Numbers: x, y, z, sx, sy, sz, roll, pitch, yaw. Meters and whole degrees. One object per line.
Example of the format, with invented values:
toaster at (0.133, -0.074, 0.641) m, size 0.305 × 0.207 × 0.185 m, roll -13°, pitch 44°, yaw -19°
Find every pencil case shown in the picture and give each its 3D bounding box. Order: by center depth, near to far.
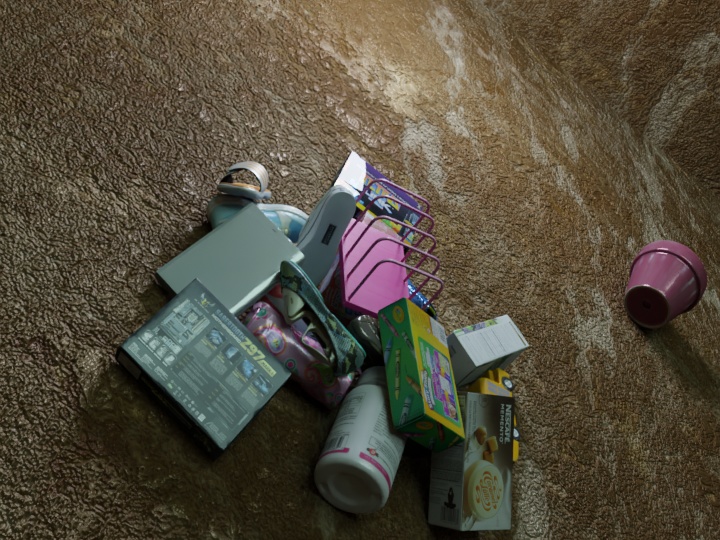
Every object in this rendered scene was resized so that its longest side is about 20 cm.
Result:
pencil case at (-0.097, 0.130, 1.237) m, size 0.198 × 0.088 × 0.088 m, roll 34°, pitch 36°, yaw -10°

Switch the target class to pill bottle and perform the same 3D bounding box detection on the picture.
pill bottle at (0.013, 0.245, 1.192) m, size 0.112 × 0.114 × 0.202 m, roll 36°, pitch 40°, yaw -8°

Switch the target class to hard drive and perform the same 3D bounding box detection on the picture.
hard drive at (-0.199, -0.005, 1.245) m, size 0.132 × 0.026 × 0.199 m, roll 43°, pitch 60°, yaw 12°

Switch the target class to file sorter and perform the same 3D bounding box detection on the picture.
file sorter at (0.052, -0.033, 1.344) m, size 0.137 × 0.126 × 0.203 m, roll 22°, pitch 41°, yaw -26°

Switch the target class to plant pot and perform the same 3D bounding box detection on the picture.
plant pot at (0.788, 0.051, 2.117) m, size 0.200 × 0.201 × 0.178 m, roll 47°, pitch 51°, yaw 6°

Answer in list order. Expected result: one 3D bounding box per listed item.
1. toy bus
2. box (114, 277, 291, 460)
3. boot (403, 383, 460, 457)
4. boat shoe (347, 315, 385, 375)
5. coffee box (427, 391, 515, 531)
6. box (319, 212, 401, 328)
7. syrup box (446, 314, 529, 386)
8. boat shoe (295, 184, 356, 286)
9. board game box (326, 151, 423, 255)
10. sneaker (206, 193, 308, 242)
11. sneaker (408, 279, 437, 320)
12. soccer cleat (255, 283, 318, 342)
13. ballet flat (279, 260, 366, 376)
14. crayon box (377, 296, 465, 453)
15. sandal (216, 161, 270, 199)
toy bus at (0.234, 0.266, 1.443) m, size 0.077 × 0.065 × 0.203 m, roll 25°, pitch 40°, yaw -21°
box at (-0.215, 0.133, 1.116) m, size 0.200 × 0.051 × 0.158 m, roll 44°, pitch 52°, yaw 0°
boot at (0.108, 0.226, 1.353) m, size 0.196 × 0.074 × 0.152 m, roll -3°, pitch 49°, yaw -33°
boat shoe at (0.022, 0.139, 1.284) m, size 0.200 × 0.072 × 0.075 m, roll 48°, pitch 13°, yaw -53°
coffee box at (0.176, 0.297, 1.261) m, size 0.112 × 0.079 × 0.206 m, roll 13°, pitch 77°, yaw -37°
box at (0.000, 0.000, 1.453) m, size 0.095 × 0.100 × 0.202 m, roll 35°, pitch 36°, yaw -10°
syrup box at (0.231, 0.154, 1.541) m, size 0.198 × 0.079 × 0.082 m, roll -11°, pitch 60°, yaw -49°
boat shoe at (-0.070, -0.053, 1.376) m, size 0.073 × 0.202 × 0.066 m, roll 30°, pitch 12°, yaw -22°
board game box at (0.028, -0.133, 1.656) m, size 0.198 × 0.057 × 0.167 m, roll 36°, pitch 37°, yaw -10°
sneaker at (-0.164, -0.049, 1.365) m, size 0.195 × 0.080 × 0.133 m, roll 8°, pitch 45°, yaw -26°
sneaker at (0.106, 0.065, 1.513) m, size 0.065 × 0.079 × 0.203 m, roll 8°, pitch 47°, yaw -36°
soccer cleat at (-0.088, 0.097, 1.312) m, size 0.200 × 0.068 × 0.074 m, roll 45°, pitch 66°, yaw -15°
ballet flat at (-0.074, 0.073, 1.197) m, size 0.201 × 0.075 × 0.074 m, roll 49°, pitch 36°, yaw 14°
crayon box at (0.091, 0.157, 1.217) m, size 0.118 × 0.057 × 0.204 m, roll 37°, pitch 35°, yaw -43°
sandal at (-0.196, -0.159, 1.389) m, size 0.077 × 0.061 × 0.207 m, roll 11°, pitch 6°, yaw 1°
